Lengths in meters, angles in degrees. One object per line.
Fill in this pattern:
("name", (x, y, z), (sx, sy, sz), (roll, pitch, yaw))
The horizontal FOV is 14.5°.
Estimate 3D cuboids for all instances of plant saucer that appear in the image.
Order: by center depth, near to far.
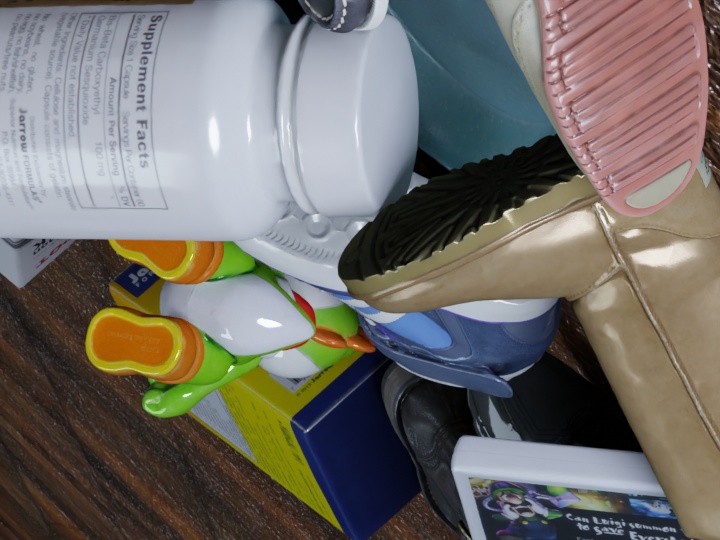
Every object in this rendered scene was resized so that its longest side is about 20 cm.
("plant saucer", (0.032, -0.118, 1.256), (0.200, 0.036, 0.200), (45, 163, 17))

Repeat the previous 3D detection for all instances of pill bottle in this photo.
("pill bottle", (-0.081, -0.070, 1.262), (0.199, 0.115, 0.115), (1, 142, 19))

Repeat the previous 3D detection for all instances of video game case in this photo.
("video game case", (0.154, 0.142, 1.350), (0.199, 0.023, 0.182), (5, 146, 16))

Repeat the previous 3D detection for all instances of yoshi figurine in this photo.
("yoshi figurine", (-0.072, 0.012, 1.430), (0.200, 0.112, 0.112), (9, -128, -60))

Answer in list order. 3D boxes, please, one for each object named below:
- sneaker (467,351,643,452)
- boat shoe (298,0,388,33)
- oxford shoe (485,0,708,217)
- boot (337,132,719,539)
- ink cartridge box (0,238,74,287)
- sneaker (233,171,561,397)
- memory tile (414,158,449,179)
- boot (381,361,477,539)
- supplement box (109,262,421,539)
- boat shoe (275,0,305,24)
("sneaker", (0.141, 0.103, 1.431), (0.200, 0.075, 0.079), (43, 149, 2))
("boat shoe", (-0.045, -0.188, 1.166), (0.074, 0.060, 0.201), (4, 115, 58))
("oxford shoe", (0.079, -0.115, 1.099), (0.074, 0.071, 0.201), (29, 143, 59))
("boot", (0.109, 0.040, 1.208), (0.200, 0.175, 0.066), (59, -157, -23))
("ink cartridge box", (-0.178, -0.091, 1.667), (0.083, 0.147, 0.200), (44, 164, 10))
("sneaker", (0.000, 0.000, 1.381), (0.199, 0.081, 0.147), (19, 156, 1))
("memory tile", (0.007, -0.019, 1.464), (0.153, 0.017, 0.200), (21, 159, 7))
("boot", (0.083, 0.146, 1.531), (0.200, 0.069, 0.174), (52, -175, -43))
("supplement box", (-0.038, 0.051, 1.682), (0.200, 0.109, 0.109), (34, 157, 42))
("boat shoe", (-0.063, -0.180, 1.326), (0.074, 0.063, 0.202), (42, 161, 32))
